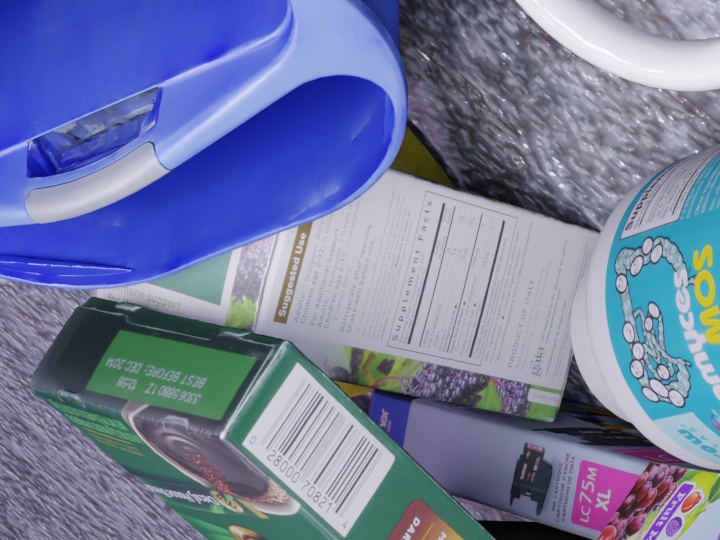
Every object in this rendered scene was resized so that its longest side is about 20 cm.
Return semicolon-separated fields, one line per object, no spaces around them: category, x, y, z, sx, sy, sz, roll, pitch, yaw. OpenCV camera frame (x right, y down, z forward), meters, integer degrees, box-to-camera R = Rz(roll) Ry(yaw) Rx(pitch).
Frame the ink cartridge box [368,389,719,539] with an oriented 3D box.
ink cartridge box;0.088;0.079;1.094;0.119;0.042;0.199;5;-177;-42

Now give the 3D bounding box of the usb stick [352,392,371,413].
usb stick;-0.055;0.015;1.289;0.199;0.033;0.056;33;163;18

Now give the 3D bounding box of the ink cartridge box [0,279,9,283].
ink cartridge box;-0.223;-0.099;1.337;0.200;0.041;0.200;42;156;-2

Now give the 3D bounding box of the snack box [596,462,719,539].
snack box;0.181;0.143;0.873;0.168;0.068;0.200;40;168;-17

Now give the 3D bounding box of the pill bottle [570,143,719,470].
pill bottle;0.146;0.007;0.875;0.111;0.111;0.200;46;156;-10

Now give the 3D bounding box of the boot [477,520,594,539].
boot;0.107;0.140;1.045;0.198;0.076;0.074;10;-173;-2

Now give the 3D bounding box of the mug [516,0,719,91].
mug;0.104;-0.130;0.621;0.175;0.148;0.200;46;117;5

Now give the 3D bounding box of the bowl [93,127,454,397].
bowl;-0.052;-0.006;1.156;0.199;0.108;0.201;33;155;17

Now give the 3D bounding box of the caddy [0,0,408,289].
caddy;-0.076;-0.062;0.847;0.199;0.106;0.141;-20;136;31

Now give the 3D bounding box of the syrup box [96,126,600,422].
syrup box;0.000;0.000;0.997;0.078;0.082;0.199;16;-178;38

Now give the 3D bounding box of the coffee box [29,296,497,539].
coffee box;-0.010;0.089;0.928;0.123;0.044;0.200;11;152;50
